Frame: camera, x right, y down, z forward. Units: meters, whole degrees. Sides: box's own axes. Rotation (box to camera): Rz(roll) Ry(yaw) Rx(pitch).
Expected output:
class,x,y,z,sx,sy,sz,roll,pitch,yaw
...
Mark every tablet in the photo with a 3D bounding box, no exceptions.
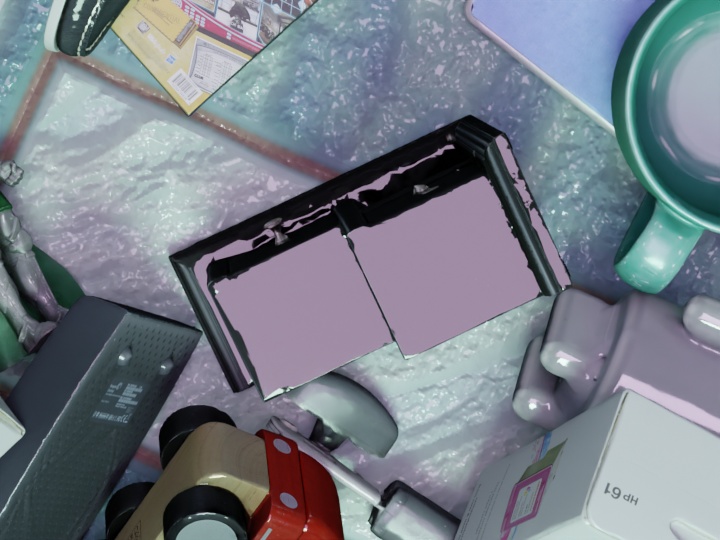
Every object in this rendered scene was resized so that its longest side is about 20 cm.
class,x,y,z,sx,sy,sz,roll,pitch,yaw
tablet,0.174,-0.141,1.631,0.200,0.014,0.130,38,92,-3

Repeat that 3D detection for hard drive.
class,x,y,z,sx,sy,sz,roll,pitch,yaw
hard drive,-0.173,0.106,1.582,0.042,0.135,0.200,32,94,18

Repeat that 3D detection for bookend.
class,x,y,z,sx,sy,sz,roll,pitch,yaw
bookend,0.000,0.000,1.542,0.200,0.199,0.092,-25,97,1

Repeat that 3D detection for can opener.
class,x,y,z,sx,sy,sz,roll,pitch,yaw
can opener,0.035,0.131,1.627,0.200,0.053,0.067,33,93,-5

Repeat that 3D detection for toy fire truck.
class,x,y,z,sx,sy,sz,roll,pitch,yaw
toy fire truck,-0.051,0.200,1.589,0.200,0.129,0.176,24,120,-22

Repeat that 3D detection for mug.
class,x,y,z,sx,sy,sz,roll,pitch,yaw
mug,0.204,-0.090,1.573,0.185,0.114,0.152,-24,95,1

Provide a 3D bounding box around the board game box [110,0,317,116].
class,x,y,z,sx,sy,sz,roll,pitch,yaw
board game box,-0.116,-0.208,1.605,0.135,0.035,0.200,-41,94,1

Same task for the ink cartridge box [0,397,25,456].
class,x,y,z,sx,sy,sz,roll,pitch,yaw
ink cartridge box,-0.300,0.063,1.541,0.144,0.084,0.200,-44,53,2

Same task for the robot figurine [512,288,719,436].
class,x,y,z,sx,sy,sz,roll,pitch,yaw
robot figurine,0.190,0.084,1.598,0.200,0.113,0.170,25,133,-4

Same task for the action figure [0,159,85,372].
class,x,y,z,sx,sy,sz,roll,pitch,yaw
action figure,-0.227,-0.043,1.587,0.055,0.118,0.200,-38,83,25

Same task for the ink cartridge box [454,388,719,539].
class,x,y,z,sx,sy,sz,roll,pitch,yaw
ink cartridge box,0.153,0.153,1.529,0.144,0.200,0.085,28,66,-12

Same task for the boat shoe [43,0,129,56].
class,x,y,z,sx,sy,sz,roll,pitch,yaw
boat shoe,-0.108,-0.200,1.551,0.060,0.076,0.200,30,93,2
